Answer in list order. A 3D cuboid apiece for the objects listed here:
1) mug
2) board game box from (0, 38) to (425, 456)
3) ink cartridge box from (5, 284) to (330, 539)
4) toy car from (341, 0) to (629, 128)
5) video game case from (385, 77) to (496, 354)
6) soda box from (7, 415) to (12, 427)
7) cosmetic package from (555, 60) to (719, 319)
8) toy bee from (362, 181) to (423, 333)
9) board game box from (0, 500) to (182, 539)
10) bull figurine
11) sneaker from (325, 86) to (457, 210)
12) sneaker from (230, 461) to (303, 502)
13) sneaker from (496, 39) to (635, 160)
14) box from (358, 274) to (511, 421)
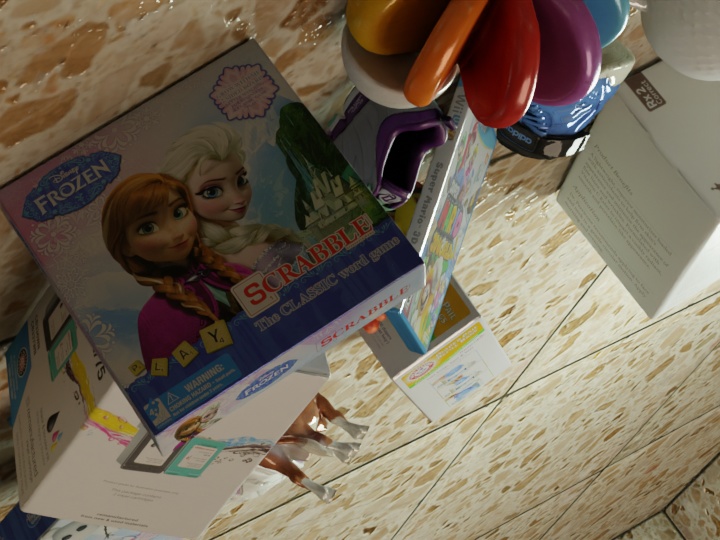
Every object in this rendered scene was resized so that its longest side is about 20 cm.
[{"bbox_3d":[0.280,-0.238,1.402,0.199,0.148,0.175,9,148,-22],"label":"mug"},{"bbox_3d":[-0.095,-0.019,1.134,0.200,0.200,0.041,-33,159,-12],"label":"board game box"},{"bbox_3d":[-0.140,0.066,1.267,0.145,0.147,0.200,14,132,-31],"label":"ink cartridge box"},{"bbox_3d":[0.094,-0.170,1.190,0.199,0.150,0.175,-25,157,-31],"label":"toy car"},{"bbox_3d":[0.067,-0.042,1.470,0.143,0.018,0.201,56,51,-71],"label":"video game case"},{"bbox_3d":[-0.186,0.110,1.478,0.200,0.068,0.064,-12,150,-50],"label":"soda box"},{"bbox_3d":[0.320,-0.094,1.737,0.165,0.165,0.200,-28,160,-25],"label":"cosmetic package"},{"bbox_3d":[0.000,0.000,1.487,0.199,0.109,0.131,-29,161,-21],"label":"toy bee"},{"bbox_3d":[-0.222,0.218,1.500,0.198,0.044,0.200,-6,149,-46],"label":"board game box"},{"bbox_3d":[-0.056,0.134,1.606,0.065,0.121,0.200,-61,178,18],"label":"bull figurine"},{"bbox_3d":[-0.012,-0.055,1.318,0.074,0.088,0.200,25,108,-38],"label":"sneaker"},{"bbox_3d":[-0.121,0.197,1.780,0.100,0.075,0.200,-39,161,5],"label":"sneaker"},{"bbox_3d":[0.141,-0.135,1.462,0.200,0.077,0.111,-20,146,-56],"label":"sneaker"},{"bbox_3d":[0.060,0.054,1.706,0.101,0.113,0.200,-35,161,1],"label":"box"}]
